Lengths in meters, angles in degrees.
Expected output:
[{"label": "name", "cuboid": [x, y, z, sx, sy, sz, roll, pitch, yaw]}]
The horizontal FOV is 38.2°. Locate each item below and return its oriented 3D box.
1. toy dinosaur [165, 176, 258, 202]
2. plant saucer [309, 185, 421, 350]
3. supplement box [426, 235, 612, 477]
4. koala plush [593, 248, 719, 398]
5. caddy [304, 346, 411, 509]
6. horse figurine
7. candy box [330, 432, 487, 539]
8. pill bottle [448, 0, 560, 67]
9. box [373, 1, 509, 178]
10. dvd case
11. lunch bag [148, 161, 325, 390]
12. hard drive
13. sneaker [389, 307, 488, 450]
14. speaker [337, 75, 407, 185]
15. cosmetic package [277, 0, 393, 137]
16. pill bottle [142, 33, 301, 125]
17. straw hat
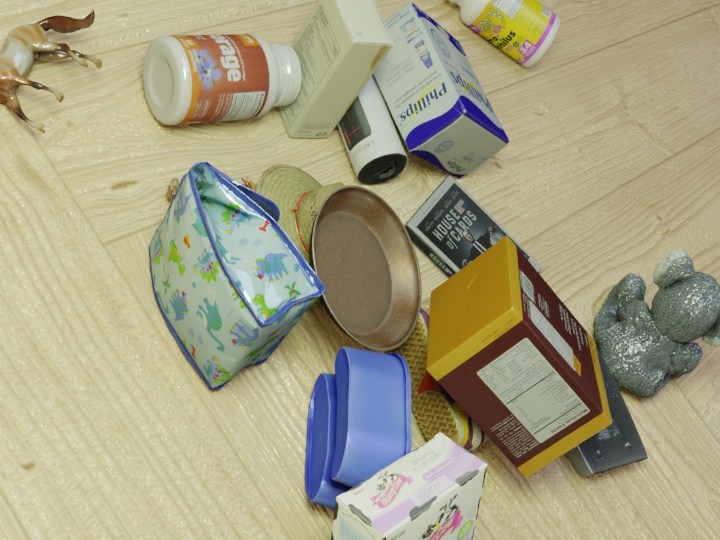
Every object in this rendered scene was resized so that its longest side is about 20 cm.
[{"label": "toy dinosaur", "cuboid": [-0.154, -0.051, 1.311, 0.199, 0.061, 0.107, 37, 66, 3]}, {"label": "plant saucer", "cuboid": [0.000, 0.000, 1.259, 0.199, 0.036, 0.204, 24, 58, -44]}, {"label": "supplement box", "cuboid": [0.197, 0.105, 1.311, 0.200, 0.132, 0.198, 47, 22, -17]}, {"label": "koala plush", "cuboid": [0.455, 0.076, 1.527, 0.178, 0.200, 0.183, 50, 43, 6]}, {"label": "caddy", "cuboid": [0.007, 0.186, 1.190, 0.103, 0.142, 0.203, 15, 52, -18]}, {"label": "horse figurine", "cuboid": [-0.400, -0.251, 1.263, 0.131, 0.050, 0.202, 24, 55, 4]}, {"label": "candy box", "cuboid": [0.044, 0.298, 1.095, 0.071, 0.203, 0.166, 29, 36, 35]}, {"label": "pill bottle", "cuboid": [0.244, -0.452, 1.817, 0.198, 0.104, 0.105, 32, 47, -11]}, {"label": "box", "cuboid": [0.112, -0.264, 1.547, 0.183, 0.104, 0.203, 15, 48, -60]}, {"label": "dvd case", "cuboid": [0.166, -0.031, 1.530, 0.200, 0.025, 0.150, 44, 45, -2]}, {"label": "lunch bag", "cuboid": [-0.157, 0.002, 1.181, 0.127, 0.170, 0.201, -29, 77, -43]}, {"label": "hard drive", "cuboid": [0.314, 0.188, 1.468, 0.133, 0.042, 0.203, -5, 63, -37]}, {"label": "sneaker", "cuboid": [0.103, 0.139, 1.345, 0.089, 0.075, 0.203, 5, 60, -47]}, {"label": "speaker", "cuboid": [0.001, -0.227, 1.512, 0.080, 0.081, 0.203, -3, 62, -35]}, {"label": "cosmetic package", "cuboid": [-0.044, -0.284, 1.435, 0.070, 0.200, 0.107, -5, 62, -36]}, {"label": "pill bottle", "cuboid": [-0.180, -0.257, 1.384, 0.198, 0.112, 0.114, -12, 67, -39]}, {"label": "straw hat", "cuboid": [-0.040, -0.061, 1.327, 0.200, 0.084, 0.204, 31, 45, -38]}]
